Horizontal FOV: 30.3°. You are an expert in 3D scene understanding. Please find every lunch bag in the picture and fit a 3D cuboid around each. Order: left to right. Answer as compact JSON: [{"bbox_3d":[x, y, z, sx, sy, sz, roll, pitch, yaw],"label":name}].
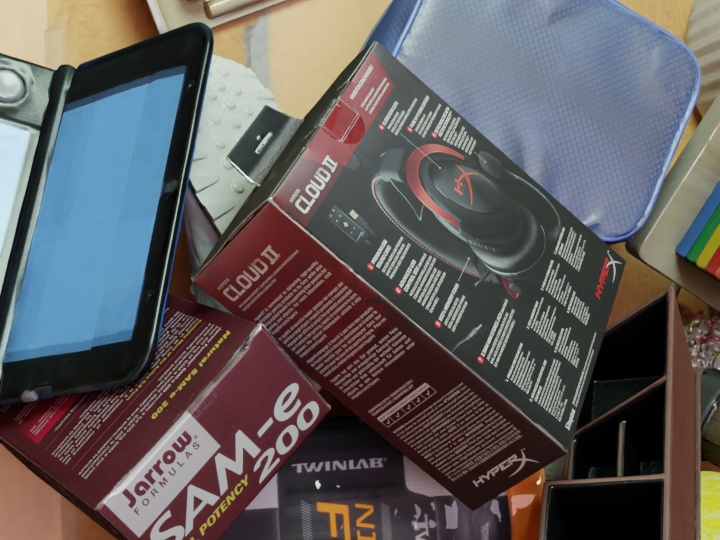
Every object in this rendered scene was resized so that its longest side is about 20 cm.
[{"bbox_3d":[0.093,-0.093,0.788,0.199,0.132,0.136,29,79,-11],"label":"lunch bag"}]

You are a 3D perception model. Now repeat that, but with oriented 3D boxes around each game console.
[{"bbox_3d":[-0.182,-0.042,0.661,0.170,0.118,0.201,16,63,-18],"label":"game console"}]

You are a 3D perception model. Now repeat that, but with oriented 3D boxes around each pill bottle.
[{"bbox_3d":[0.000,0.131,0.720,0.199,0.106,0.107,-4,88,0],"label":"pill bottle"}]

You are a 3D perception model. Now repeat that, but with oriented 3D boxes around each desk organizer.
[{"bbox_3d":[0.140,0.108,0.708,0.201,0.071,0.077,-77,151,-43],"label":"desk organizer"}]

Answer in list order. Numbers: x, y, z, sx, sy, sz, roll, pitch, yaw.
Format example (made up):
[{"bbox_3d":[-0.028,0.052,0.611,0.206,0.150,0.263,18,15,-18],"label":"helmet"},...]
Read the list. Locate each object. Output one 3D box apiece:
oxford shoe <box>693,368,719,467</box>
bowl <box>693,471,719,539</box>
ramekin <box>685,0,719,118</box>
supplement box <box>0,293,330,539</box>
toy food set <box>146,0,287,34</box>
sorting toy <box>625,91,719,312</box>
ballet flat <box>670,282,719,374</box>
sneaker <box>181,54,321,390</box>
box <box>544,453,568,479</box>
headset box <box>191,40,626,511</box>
[{"bbox_3d":[0.274,0.104,0.843,0.199,0.084,0.073,-3,112,-51],"label":"oxford shoe"},{"bbox_3d":[0.174,0.185,0.804,0.199,0.201,0.108,-27,53,-20],"label":"bowl"},{"bbox_3d":[0.313,-0.150,0.892,0.199,0.105,0.202,1,86,-22],"label":"ramekin"},{"bbox_3d":[-0.112,0.068,0.659,0.109,0.200,0.061,-48,118,-16],"label":"supplement box"},{"bbox_3d":[-0.055,-0.234,0.779,0.199,0.060,0.144,-24,96,-21],"label":"toy food set"},{"bbox_3d":[0.295,-0.043,0.790,0.199,0.070,0.199,30,96,-23],"label":"sorting toy"},{"bbox_3d":[0.242,0.012,0.877,0.064,0.076,0.200,33,68,16],"label":"ballet flat"},{"bbox_3d":[-0.069,-0.020,0.716,0.076,0.080,0.201,-8,73,-34],"label":"sneaker"},{"bbox_3d":[0.069,0.149,0.808,0.082,0.049,0.201,19,80,-19],"label":"box"},{"bbox_3d":[0.023,-0.007,0.652,0.200,0.075,0.149,40,42,-10],"label":"headset box"}]
